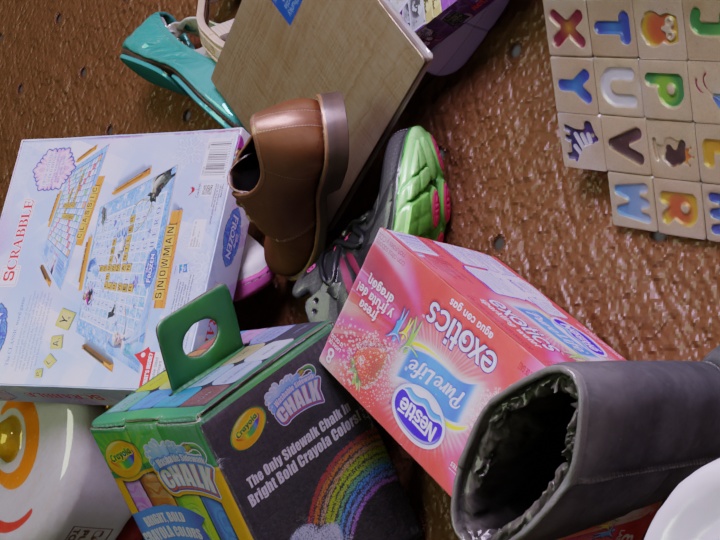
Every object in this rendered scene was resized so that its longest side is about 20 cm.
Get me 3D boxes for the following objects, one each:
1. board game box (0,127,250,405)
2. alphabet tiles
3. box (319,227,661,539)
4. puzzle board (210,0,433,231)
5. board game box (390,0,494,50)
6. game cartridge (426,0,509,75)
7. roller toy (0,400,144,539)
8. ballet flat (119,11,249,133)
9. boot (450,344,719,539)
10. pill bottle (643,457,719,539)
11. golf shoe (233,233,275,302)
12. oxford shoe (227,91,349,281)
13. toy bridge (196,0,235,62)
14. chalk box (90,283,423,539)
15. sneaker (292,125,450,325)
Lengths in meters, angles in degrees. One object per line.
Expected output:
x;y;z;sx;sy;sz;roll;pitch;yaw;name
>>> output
-0.181;-0.003;1.034;0.198;0.041;0.201;0;67;26;board game box
0.175;-0.095;0.752;0.199;0.006;0.167;13;118;50;alphabet tiles
0.080;0.067;0.812;0.200;0.102;0.095;41;113;44;box
-0.031;-0.137;0.970;0.151;0.017;0.200;54;145;15;puzzle board
0.040;-0.247;0.938;0.120;0.032;0.201;-35;57;44;board game box
0.068;-0.237;0.950;0.133;0.040;0.201;46;116;48;game cartridge
-0.220;0.136;1.113;0.199;0.139;0.184;5;85;49;roller toy
-0.123;-0.163;1.135;0.071;0.067;0.200;-53;45;-1;ballet flat
0.147;0.052;0.659;0.073;0.199;0.183;41;112;45;boot
0.211;0.135;0.565;0.114;0.199;0.115;-15;69;46;pill bottle
-0.138;-0.033;1.089;0.200;0.075;0.092;23;136;48;golf shoe
-0.055;-0.054;0.954;0.200;0.071;0.072;103;158;-60;oxford shoe
-0.083;-0.179;1.083;0.200;0.067;0.027;47;152;44;toy bridge
-0.073;0.110;0.894;0.124;0.125;0.201;-10;107;48;chalk box
0.000;0.000;0.926;0.083;0.077;0.201;20;96;21;sneaker
